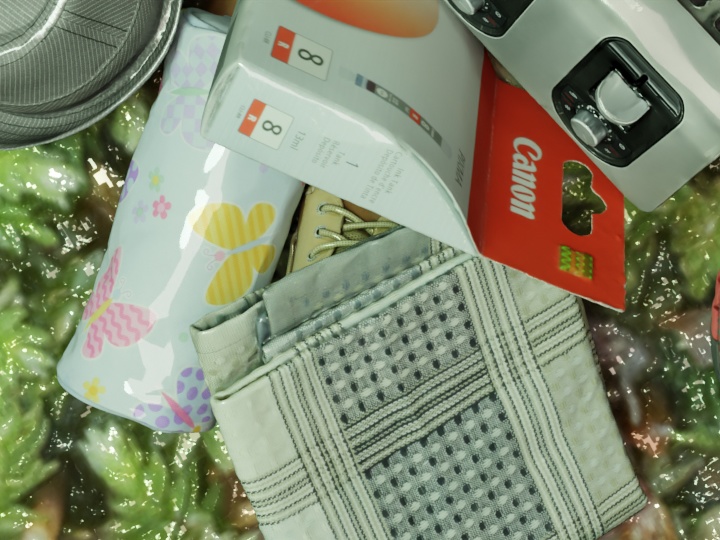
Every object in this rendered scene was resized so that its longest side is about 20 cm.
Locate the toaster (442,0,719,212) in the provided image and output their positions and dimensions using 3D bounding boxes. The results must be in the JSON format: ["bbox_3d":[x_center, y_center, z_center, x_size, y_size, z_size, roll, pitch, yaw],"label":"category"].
[{"bbox_3d":[0.144,-0.156,0.996,0.200,0.119,0.181,-43,90,-13],"label":"toaster"}]

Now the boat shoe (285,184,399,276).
[{"bbox_3d":[0.000,0.000,1.068,0.075,0.074,0.201,10,98,2],"label":"boat shoe"}]

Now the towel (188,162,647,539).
[{"bbox_3d":[0.033,0.072,1.042,0.192,0.035,0.201,-26,112,-15],"label":"towel"}]

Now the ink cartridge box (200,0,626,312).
[{"bbox_3d":[0.037,-0.077,0.992,0.199,0.163,0.050,21,124,-7],"label":"ink cartridge box"}]

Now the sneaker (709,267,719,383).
[{"bbox_3d":[0.220,-0.022,1.040,0.071,0.098,0.201,24,99,-2],"label":"sneaker"}]

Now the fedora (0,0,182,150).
[{"bbox_3d":[-0.178,-0.150,1.021,0.200,0.090,0.177,42,102,17],"label":"fedora"}]

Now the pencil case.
[{"bbox_3d":[-0.079,-0.024,1.062,0.083,0.091,0.201,13,100,-37],"label":"pencil case"}]
